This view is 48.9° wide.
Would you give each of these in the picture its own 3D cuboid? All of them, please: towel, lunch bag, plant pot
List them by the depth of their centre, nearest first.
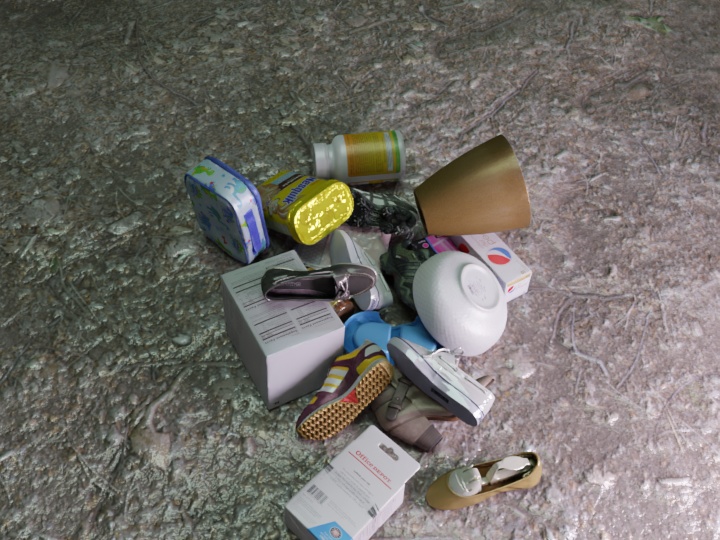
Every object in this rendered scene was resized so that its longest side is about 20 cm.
[{"bbox_3d":[0.211,-0.145,1.561,0.197,0.188,0.188,-19,49,2],"label":"plant pot"},{"bbox_3d":[-0.259,-0.115,1.571,0.160,0.201,0.082,33,61,28],"label":"lunch bag"},{"bbox_3d":[-0.033,-0.065,1.647,0.188,0.033,0.202,9,49,6],"label":"towel"}]

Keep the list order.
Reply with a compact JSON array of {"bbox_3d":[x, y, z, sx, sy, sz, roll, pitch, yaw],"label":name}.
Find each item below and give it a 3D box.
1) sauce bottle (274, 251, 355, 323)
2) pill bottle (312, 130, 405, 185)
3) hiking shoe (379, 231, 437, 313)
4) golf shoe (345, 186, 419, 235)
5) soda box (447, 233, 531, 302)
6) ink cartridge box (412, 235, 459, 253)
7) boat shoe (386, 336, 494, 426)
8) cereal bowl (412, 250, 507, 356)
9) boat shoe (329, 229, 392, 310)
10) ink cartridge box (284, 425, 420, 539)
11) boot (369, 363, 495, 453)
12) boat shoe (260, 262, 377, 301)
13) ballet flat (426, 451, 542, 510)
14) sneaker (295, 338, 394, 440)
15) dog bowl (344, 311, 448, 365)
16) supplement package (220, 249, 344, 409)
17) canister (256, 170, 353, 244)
[{"bbox_3d":[-0.097,0.033,1.532,0.066,0.067,0.199,-35,59,-29],"label":"sauce bottle"},{"bbox_3d":[-0.005,-0.248,1.758,0.196,0.112,0.112,-6,48,-7],"label":"pill bottle"},{"bbox_3d":[0.113,0.008,1.526,0.101,0.075,0.201,-46,51,14],"label":"hiking shoe"},{"bbox_3d":[0.030,-0.127,1.648,0.198,0.079,0.094,24,26,21],"label":"golf shoe"},{"bbox_3d":[0.255,-0.029,1.599,0.067,0.064,0.201,-23,53,-21],"label":"soda box"},{"bbox_3d":[0.175,0.008,1.585,0.093,0.037,0.201,-18,53,-18],"label":"ink cartridge box"},{"bbox_3d":[0.140,0.162,1.317,0.201,0.075,0.086,37,63,21],"label":"boat shoe"},{"bbox_3d":[0.196,0.049,1.453,0.198,0.083,0.203,20,52,-28],"label":"cereal bowl"},{"bbox_3d":[0.000,0.000,1.538,0.065,0.074,0.202,0,48,-33],"label":"boat shoe"},{"bbox_3d":[-0.010,0.353,1.241,0.115,0.068,0.199,35,56,27],"label":"ink cartridge box"},{"bbox_3d":[0.116,0.208,1.363,0.199,0.071,0.146,-41,72,-21],"label":"boot"},{"bbox_3d":[-0.070,0.029,1.331,0.196,0.068,0.057,-1,35,0],"label":"boat shoe"},{"bbox_3d":[0.199,0.329,1.272,0.197,0.064,0.069,-13,48,-13],"label":"ballet flat"},{"bbox_3d":[-0.036,0.204,1.355,0.199,0.075,0.090,-38,39,-2],"label":"sneaker"},{"bbox_3d":[0.062,0.138,1.452,0.196,0.050,0.113,5,48,4],"label":"dog bowl"},{"bbox_3d":[-0.140,0.102,1.407,0.149,0.153,0.201,-20,52,-22],"label":"supplement package"},{"bbox_3d":[-0.130,-0.135,1.623,0.148,0.087,0.199,-38,34,-25],"label":"canister"}]
